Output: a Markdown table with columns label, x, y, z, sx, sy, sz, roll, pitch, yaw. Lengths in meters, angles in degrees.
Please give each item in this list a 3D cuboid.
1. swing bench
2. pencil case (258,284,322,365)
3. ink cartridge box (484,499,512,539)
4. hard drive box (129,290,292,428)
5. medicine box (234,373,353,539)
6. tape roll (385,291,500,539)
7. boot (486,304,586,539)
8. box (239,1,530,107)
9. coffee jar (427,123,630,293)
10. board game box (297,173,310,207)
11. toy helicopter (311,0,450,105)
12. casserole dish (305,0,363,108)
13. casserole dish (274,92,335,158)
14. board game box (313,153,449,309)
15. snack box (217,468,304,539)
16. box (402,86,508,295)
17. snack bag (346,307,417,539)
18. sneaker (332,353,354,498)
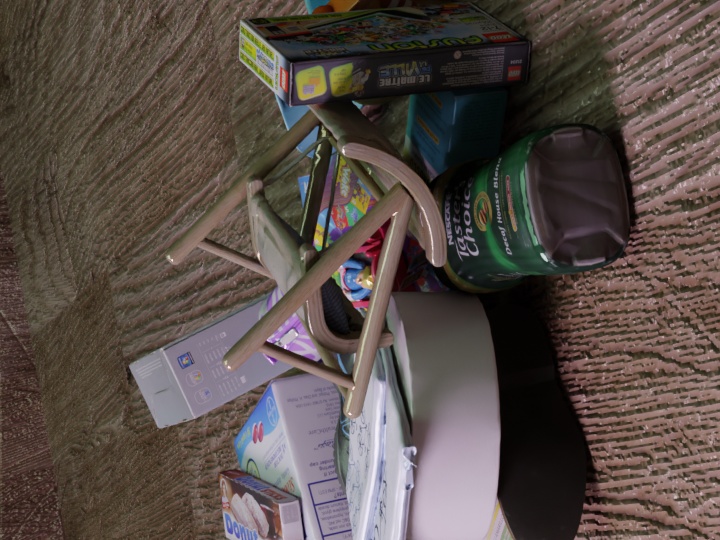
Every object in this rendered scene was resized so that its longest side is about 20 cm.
| label | x | y | z | sx | sy | sz | roll | pitch | yaw |
| --- | --- | --- | --- | --- | --- | --- | --- | --- | --- |
| swing bench | -0.033 | -0.032 | 1.334 | 0.201 | 0.129 | 0.199 | -60 | 28 | 14 |
| pencil case | -0.025 | 0.011 | 1.596 | 0.084 | 0.085 | 0.200 | 48 | 134 | 7 |
| ink cartridge box | 0.098 | 0.166 | 1.466 | 0.146 | 0.048 | 0.201 | 102 | 149 | -43 |
| hard drive box | -0.118 | 0.077 | 1.751 | 0.077 | 0.199 | 0.156 | 63 | 159 | -1 |
| medicine box | -0.041 | 0.226 | 1.763 | 0.182 | 0.102 | 0.202 | 124 | 133 | -60 |
| tape roll | 0.056 | 0.118 | 1.371 | 0.202 | 0.070 | 0.205 | 179 | 90 | -81 |
| boot | 0.128 | 0.133 | 1.356 | 0.076 | 0.073 | 0.202 | 109 | 155 | -63 |
| box | 0.018 | -0.168 | 1.329 | 0.110 | 0.198 | 0.035 | -135 | 43 | -55 |
| coffee jar | 0.116 | -0.041 | 1.285 | 0.200 | 0.084 | 0.105 | 161 | 99 | -69 |
| board game box | -0.012 | -0.051 | 1.695 | 0.200 | 0.019 | 0.104 | 176 | 84 | -68 |
| toy helicopter | 0.014 | -0.227 | 1.409 | 0.079 | 0.131 | 0.202 | -126 | 34 | -50 |
| casserole dish | -0.010 | -0.240 | 1.571 | 0.121 | 0.038 | 0.202 | 116 | 141 | -60 |
| casserole dish | -0.048 | -0.169 | 1.619 | 0.200 | 0.038 | 0.122 | 12 | -119 | -80 |
| board game box | 0.000 | 0.000 | 1.464 | 0.158 | 0.039 | 0.201 | 43 | 136 | 26 |
| snack box | -0.100 | 0.251 | 1.748 | 0.200 | 0.024 | 0.073 | -174 | 75 | -68 |
| box | 0.071 | -0.076 | 1.435 | 0.082 | 0.049 | 0.202 | -126 | 34 | -49 |
| snack bag | 0.012 | 0.156 | 1.361 | 0.201 | 0.021 | 0.190 | -105 | 17 | -57 |
| sneaker | 0.013 | 0.143 | 1.633 | 0.082 | 0.073 | 0.202 | 143 | 116 | -67 |
